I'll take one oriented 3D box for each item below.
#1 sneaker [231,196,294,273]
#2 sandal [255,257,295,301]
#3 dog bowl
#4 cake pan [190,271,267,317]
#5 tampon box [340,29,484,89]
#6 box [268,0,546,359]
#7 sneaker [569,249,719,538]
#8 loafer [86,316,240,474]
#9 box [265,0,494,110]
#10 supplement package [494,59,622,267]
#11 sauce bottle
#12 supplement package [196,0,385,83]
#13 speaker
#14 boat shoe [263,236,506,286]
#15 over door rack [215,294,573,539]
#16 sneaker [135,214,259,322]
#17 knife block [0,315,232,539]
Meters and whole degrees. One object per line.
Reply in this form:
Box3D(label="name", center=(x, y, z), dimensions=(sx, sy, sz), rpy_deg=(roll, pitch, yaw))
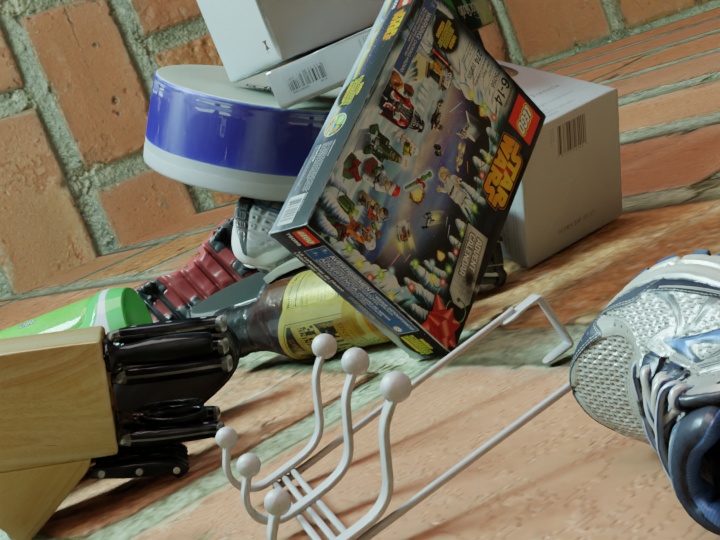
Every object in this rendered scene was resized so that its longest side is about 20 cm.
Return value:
Box3D(label="sneaker", center=(-0.071, -0.028, 1.068), dimensions=(0.074, 0.087, 0.200), rpy_deg=(24, 16, 4))
Box3D(label="sandal", center=(0.000, 0.000, 1.021), dimensions=(0.200, 0.045, 0.075), rpy_deg=(-34, 49, -28))
Box3D(label="dog bowl", center=(-0.088, -0.124, 1.078), dimensions=(0.199, 0.079, 0.200), rpy_deg=(9, 16, -3))
Box3D(label="cake pan", center=(-0.071, 0.021, 1.131), dimensions=(0.199, 0.037, 0.200), rpy_deg=(-21, 8, 3))
Box3D(label="tampon box", center=(0.064, -0.137, 1.219), dimensions=(0.149, 0.201, 0.126), rpy_deg=(-22, 8, -6))
Box3D(label="box", center=(0.038, -0.064, 0.776), dimensions=(0.040, 0.137, 0.201), rpy_deg=(-11, 47, 47))
Box3D(label="sneaker", center=(0.123, 0.044, 0.403), dimensions=(0.085, 0.077, 0.200), rpy_deg=(-30, 11, -24))
Box3D(label="loafer", center=(-0.168, 0.100, 0.816), dimensions=(0.199, 0.073, 0.072), rpy_deg=(-31, 17, 1))
Box3D(label="box", center=(0.023, -0.188, 1.022), dimensions=(0.144, 0.036, 0.200), rpy_deg=(-19, 10, 23))
Box3D(label="supplement package", center=(0.096, -0.098, 0.979), dimensions=(0.113, 0.110, 0.200), rpy_deg=(-28, 34, -32))
Box3D(label="sauce bottle", center=(-0.031, 0.031, 0.889), dimensions=(0.199, 0.066, 0.066), rpy_deg=(-16, 10, 42))
Box3D(label="supplement package", center=(-0.028, -0.253, 1.031), dimensions=(0.199, 0.118, 0.117), rpy_deg=(-27, 11, -25))
Box3D(label="speaker", center=(-0.297, 0.083, 1.155), dimensions=(0.199, 0.089, 0.088), rpy_deg=(-20, 9, 10))
Box3D(label="boat shoe", center=(0.015, 0.001, 0.920), dimensions=(0.199, 0.068, 0.072), rpy_deg=(-13, 6, 27))
Box3D(label="over door rack", center=(0.032, 0.056, 0.570), dimensions=(0.199, 0.067, 0.148), rpy_deg=(-24, 10, -12))
Box3D(label="sneaker", center=(-0.168, 0.026, 1.244), dimensions=(0.200, 0.071, 0.098), rpy_deg=(-40, -13, -12))
Box3D(label="knife block", center=(-0.182, 0.062, 0.729), dimensions=(0.176, 0.200, 0.064), rpy_deg=(-52, 11, -2))
